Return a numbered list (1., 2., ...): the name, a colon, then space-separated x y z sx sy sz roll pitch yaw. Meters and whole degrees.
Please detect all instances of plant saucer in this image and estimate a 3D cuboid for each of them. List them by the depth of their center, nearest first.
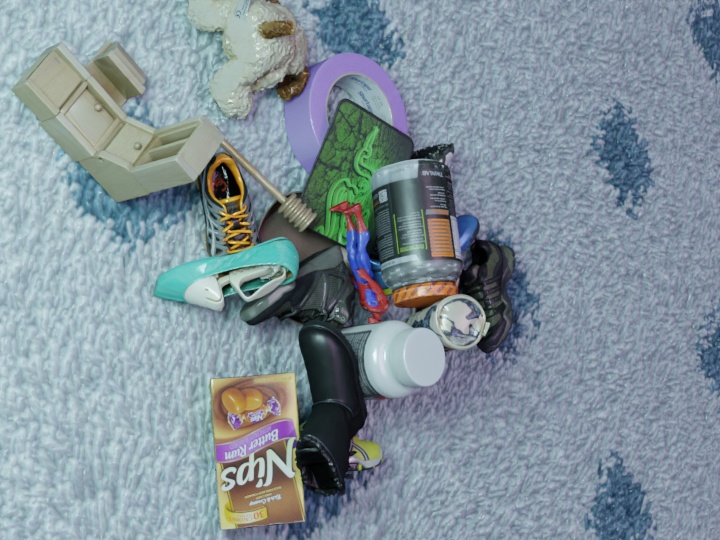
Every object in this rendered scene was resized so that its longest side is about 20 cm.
1. plant saucer: -0.084 -0.016 1.706 0.199 0.034 0.202 10 75 -40

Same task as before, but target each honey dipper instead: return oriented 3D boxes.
1. honey dipper: -0.145 -0.135 1.646 0.200 0.038 0.038 44 55 -6

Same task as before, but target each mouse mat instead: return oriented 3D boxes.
1. mouse mat: -0.007 -0.136 1.729 0.160 0.008 0.201 26 85 -37

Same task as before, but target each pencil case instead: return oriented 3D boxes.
1. pencil case: 0.118 0.091 1.710 0.089 0.200 0.078 13 74 -15

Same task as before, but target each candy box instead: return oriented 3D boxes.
1. candy box: -0.140 0.242 1.563 0.116 0.056 0.202 -4 85 -11

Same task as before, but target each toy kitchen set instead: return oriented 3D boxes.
1. toy kitchen set: -0.286 -0.225 1.464 0.200 0.180 0.164 49 53 -29

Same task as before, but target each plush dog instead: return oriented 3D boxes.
1. plush dog: -0.135 -0.332 1.659 0.172 0.159 0.201 -28 101 -65

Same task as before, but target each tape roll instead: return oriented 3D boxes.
1. tape roll: -0.020 -0.229 1.780 0.199 0.065 0.202 8 78 -41

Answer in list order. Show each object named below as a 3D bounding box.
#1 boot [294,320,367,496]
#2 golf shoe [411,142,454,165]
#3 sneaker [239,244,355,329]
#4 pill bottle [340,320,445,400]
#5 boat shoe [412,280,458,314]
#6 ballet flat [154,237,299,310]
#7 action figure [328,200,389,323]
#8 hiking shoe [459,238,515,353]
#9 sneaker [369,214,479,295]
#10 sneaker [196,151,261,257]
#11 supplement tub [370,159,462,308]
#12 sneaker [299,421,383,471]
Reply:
1. boot: -0.051 0.190 1.557 0.163 0.073 0.199 -64 141 -54
2. golf shoe: 0.092 -0.127 1.864 0.200 0.077 0.095 -45 120 -28
3. sneaker: -0.077 0.050 1.627 0.199 0.076 0.115 -31 97 -46
4. pill bottle: 0.025 0.130 1.664 0.110 0.199 0.112 8 78 -40
5. boat shoe: 0.114 0.030 1.854 0.062 0.071 0.202 8 81 -38
6. ballet flat: -0.174 0.014 1.534 0.199 0.068 0.071 -17 53 -7
7. action figure: 0.000 0.000 1.709 0.052 0.065 0.201 -28 110 -30
8. hiking shoe: 0.200 0.039 1.933 0.100 0.076 0.201 22 59 -28
9. sneaker: 0.095 -0.042 1.798 0.199 0.066 0.079 -31 118 -9
10. sneaker: -0.179 -0.070 1.589 0.078 0.077 0.201 -19 90 -18
11. supplement tub: 0.084 -0.052 1.696 0.122 0.122 0.202 4 75 -41
12. sneaker: -0.043 0.249 1.667 0.199 0.075 0.077 9 78 -42
